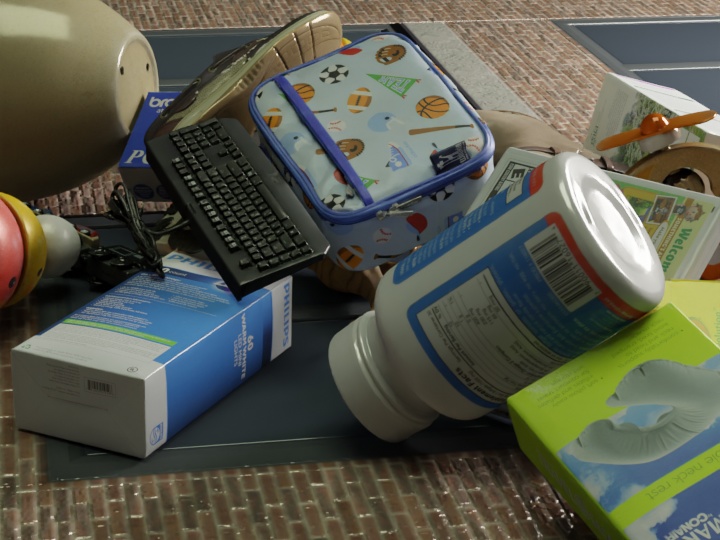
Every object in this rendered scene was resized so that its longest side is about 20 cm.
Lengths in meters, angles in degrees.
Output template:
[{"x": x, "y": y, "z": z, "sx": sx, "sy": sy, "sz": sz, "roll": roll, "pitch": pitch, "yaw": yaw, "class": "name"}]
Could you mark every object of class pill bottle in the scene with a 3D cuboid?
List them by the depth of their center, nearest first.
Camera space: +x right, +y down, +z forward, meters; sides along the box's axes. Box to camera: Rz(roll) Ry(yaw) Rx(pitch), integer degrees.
[{"x": 0.079, "y": 0.023, "z": 1.096, "sx": 0.200, "sy": 0.112, "sz": 0.112, "roll": -34, "pitch": 7, "yaw": 25, "class": "pill bottle"}]

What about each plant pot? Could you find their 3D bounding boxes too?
[{"x": -0.252, "y": -0.156, "z": 1.510, "sx": 0.134, "sy": 0.201, "sz": 0.200, "roll": 2, "pitch": 21, "yaw": 17, "class": "plant pot"}]

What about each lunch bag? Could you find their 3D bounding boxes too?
[{"x": 0.006, "y": -0.092, "z": 1.350, "sx": 0.160, "sy": 0.076, "sz": 0.200, "roll": -23, "pitch": 45, "yaw": -12, "class": "lunch bag"}]

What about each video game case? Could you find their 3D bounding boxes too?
[{"x": 0.132, "y": 0.013, "z": 1.208, "sx": 0.181, "sy": 0.022, "sz": 0.200, "roll": 17, "pitch": 63, "yaw": 35, "class": "video game case"}]

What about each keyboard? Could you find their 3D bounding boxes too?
[{"x": -0.113, "y": -0.043, "z": 1.263, "sx": 0.127, "sy": 0.021, "sz": 0.200, "roll": -26, "pitch": 41, "yaw": -11, "class": "keyboard"}]

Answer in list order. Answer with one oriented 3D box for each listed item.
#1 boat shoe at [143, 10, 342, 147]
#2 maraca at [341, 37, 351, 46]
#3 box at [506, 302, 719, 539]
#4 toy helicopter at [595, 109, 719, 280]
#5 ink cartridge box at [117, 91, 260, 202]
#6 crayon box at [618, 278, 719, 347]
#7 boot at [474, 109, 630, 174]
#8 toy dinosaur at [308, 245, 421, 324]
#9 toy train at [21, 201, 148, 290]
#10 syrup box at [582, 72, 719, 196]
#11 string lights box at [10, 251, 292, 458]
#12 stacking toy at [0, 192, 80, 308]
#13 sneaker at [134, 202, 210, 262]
[{"x": -0.096, "y": -0.152, "z": 1.434, "sx": 0.065, "sy": 0.072, "sz": 0.200, "roll": 27, "pitch": 61, "yaw": 33, "class": "boat shoe"}, {"x": -0.068, "y": -0.175, "z": 1.710, "sx": 0.199, "sy": 0.108, "sz": 0.137, "roll": -17, "pitch": 20, "yaw": -39, "class": "maraca"}, {"x": 0.181, "y": 0.111, "z": 0.980, "sx": 0.122, "sy": 0.048, "sz": 0.200, "roll": -30, "pitch": 39, "yaw": -9, "class": "box"}, {"x": 0.215, "y": -0.069, "z": 1.419, "sx": 0.199, "sy": 0.133, "sz": 0.079, "roll": 1, "pitch": 22, "yaw": 1, "class": "toy helicopter"}, {"x": -0.092, "y": -0.102, "z": 1.466, "sx": 0.199, "sy": 0.044, "sz": 0.094, "roll": 2, "pitch": 49, "yaw": 16, "class": "ink cartridge box"}, {"x": 0.257, "y": 0.071, "z": 1.092, "sx": 0.199, "sy": 0.051, "sz": 0.128, "roll": 3, "pitch": 59, "yaw": 4, "class": "crayon box"}, {"x": 0.147, "y": -0.094, "z": 1.540, "sx": 0.199, "sy": 0.071, "sz": 0.146, "roll": 16, "pitch": 11, "yaw": 10, "class": "boot"}, {"x": 0.000, "y": 0.000, "z": 1.365, "sx": 0.106, "sy": 0.061, "sz": 0.200, "roll": -35, "pitch": 30, "yaw": -13, "class": "toy dinosaur"}, {"x": -0.232, "y": -0.022, "z": 1.413, "sx": 0.046, "sy": 0.034, "sz": 0.200, "roll": -14, "pitch": 26, "yaw": -42, "class": "toy train"}, {"x": 0.282, "y": -0.109, "z": 1.575, "sx": 0.081, "sy": 0.079, "sz": 0.200, "roll": 11, "pitch": 17, "yaw": -21, "class": "syrup box"}, {"x": -0.136, "y": 0.051, "z": 1.195, "sx": 0.102, "sy": 0.059, "sz": 0.200, "roll": 11, "pitch": 23, "yaw": 24, "class": "string lights box"}, {"x": -0.277, "y": -0.016, "z": 1.284, "sx": 0.146, "sy": 0.147, "sz": 0.200, "roll": 16, "pitch": 15, "yaw": 33, "class": "stacking toy"}, {"x": -0.114, "y": -0.013, "z": 1.374, "sx": 0.077, "sy": 0.089, "sz": 0.200, "roll": -49, "pitch": 18, "yaw": -9, "class": "sneaker"}]
